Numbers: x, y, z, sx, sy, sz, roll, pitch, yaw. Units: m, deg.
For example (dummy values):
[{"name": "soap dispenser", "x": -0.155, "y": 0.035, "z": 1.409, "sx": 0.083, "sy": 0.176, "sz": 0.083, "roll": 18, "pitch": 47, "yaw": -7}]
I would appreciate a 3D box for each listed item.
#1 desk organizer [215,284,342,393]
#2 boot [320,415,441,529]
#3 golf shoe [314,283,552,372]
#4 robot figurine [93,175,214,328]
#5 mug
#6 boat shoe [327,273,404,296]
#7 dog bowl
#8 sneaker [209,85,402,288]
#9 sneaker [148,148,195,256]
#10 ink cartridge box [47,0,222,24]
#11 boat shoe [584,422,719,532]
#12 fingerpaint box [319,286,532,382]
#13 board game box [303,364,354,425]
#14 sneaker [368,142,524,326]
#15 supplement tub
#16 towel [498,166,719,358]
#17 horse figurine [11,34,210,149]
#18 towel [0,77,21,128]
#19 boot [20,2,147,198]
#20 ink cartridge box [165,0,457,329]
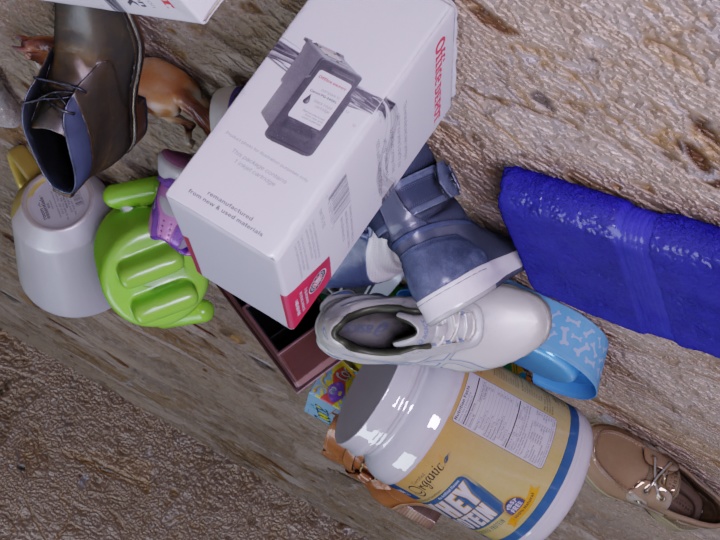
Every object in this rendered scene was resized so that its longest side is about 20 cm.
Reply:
[{"name": "desk organizer", "x": -0.095, "y": 0.015, "z": 1.439, "sx": 0.200, "sy": 0.072, "sz": 0.077, "roll": 50, "pitch": 172, "yaw": 32}, {"name": "boot", "x": 0.041, "y": 0.192, "z": 1.577, "sx": 0.155, "sy": 0.077, "sz": 0.200, "roll": 33, "pitch": 152, "yaw": 5}, {"name": "golf shoe", "x": 0.063, "y": 0.052, "z": 1.211, "sx": 0.200, "sy": 0.078, "sz": 0.097, "roll": -4, "pitch": -177, "yaw": -1}, {"name": "robot figurine", "x": -0.227, "y": -0.012, "z": 1.587, "sx": 0.200, "sy": 0.116, "sz": 0.176, "roll": -128, "pitch": 16, "yaw": -68}, {"name": "mug", "x": -0.357, "y": -0.050, "z": 1.723, "sx": 0.187, "sy": 0.149, "sz": 0.153, "roll": 20, "pitch": 154, "yaw": 10}, {"name": "boat shoe", "x": -0.001, "y": 0.002, "z": 1.369, "sx": 0.068, "sy": 0.074, "sz": 0.199, "roll": 33, "pitch": 162, "yaw": -1}, {"name": "dog bowl", "x": 0.131, "y": 0.047, "z": 1.317, "sx": 0.200, "sy": 0.050, "sz": 0.111, "roll": 26, "pitch": 163, "yaw": 17}, {"name": "sneaker", "x": -0.022, "y": -0.076, "z": 1.206, "sx": 0.146, "sy": 0.081, "sz": 0.200, "roll": -12, "pitch": 117, "yaw": 25}, {"name": "sneaker", "x": -0.138, "y": -0.056, "z": 1.325, "sx": 0.080, "sy": 0.088, "sz": 0.200, "roll": 21, "pitch": -173, "yaw": 14}, {"name": "ink cartridge box", "x": -0.179, "y": -0.240, "z": 0.931, "sx": 0.200, "sy": 0.084, "sz": 0.144, "roll": 15, "pitch": 157, "yaw": 41}, {"name": "boat shoe", "x": 0.297, "y": 0.209, "z": 1.490, "sx": 0.200, "sy": 0.071, "sz": 0.065, "roll": 30, "pitch": 160, "yaw": -31}, {"name": "fingerpaint box", "x": 0.058, "y": 0.085, "z": 1.512, "sx": 0.200, "sy": 0.073, "sz": 0.167, "roll": 19, "pitch": 161, "yaw": 34}, {"name": "board game box", "x": 0.048, "y": 0.156, "z": 1.688, "sx": 0.200, "sy": 0.103, "sz": 0.105, "roll": 29, "pitch": 162, "yaw": 3}, {"name": "sneaker", "x": 0.061, "y": -0.043, "z": 1.134, "sx": 0.146, "sy": 0.077, "sz": 0.202, "roll": 58, "pitch": -164, "yaw": 4}, {"name": "supplement tub", "x": 0.093, "y": 0.149, "z": 1.330, "sx": 0.200, "sy": 0.145, "sz": 0.145, "roll": 29, "pitch": 164, "yaw": -12}, {"name": "towel", "x": 0.202, "y": -0.007, "z": 1.046, "sx": 0.200, "sy": 0.050, "sz": 0.148, "roll": 20, "pitch": 154, "yaw": 33}, {"name": "horse figurine", "x": -0.188, "y": -0.153, "z": 1.272, "sx": 0.200, "sy": 0.050, "sz": 0.133, "roll": 24, "pitch": 168, "yaw": 24}, {"name": "towel", "x": -0.460, "y": -0.223, "z": 1.563, "sx": 0.200, "sy": 0.034, "sz": 0.133, "roll": 26, "pitch": 164, "yaw": 14}, {"name": "boot", "x": -0.223, "y": -0.152, "z": 1.163, "sx": 0.075, "sy": 0.097, "sz": 0.200, "roll": 14, "pitch": 137, "yaw": 21}, {"name": "ink cartridge box", "x": -0.025, "y": -0.081, "z": 0.938, "sx": 0.083, "sy": 0.200, "sz": 0.145, "roll": 31, "pitch": 164, "yaw": 12}]
